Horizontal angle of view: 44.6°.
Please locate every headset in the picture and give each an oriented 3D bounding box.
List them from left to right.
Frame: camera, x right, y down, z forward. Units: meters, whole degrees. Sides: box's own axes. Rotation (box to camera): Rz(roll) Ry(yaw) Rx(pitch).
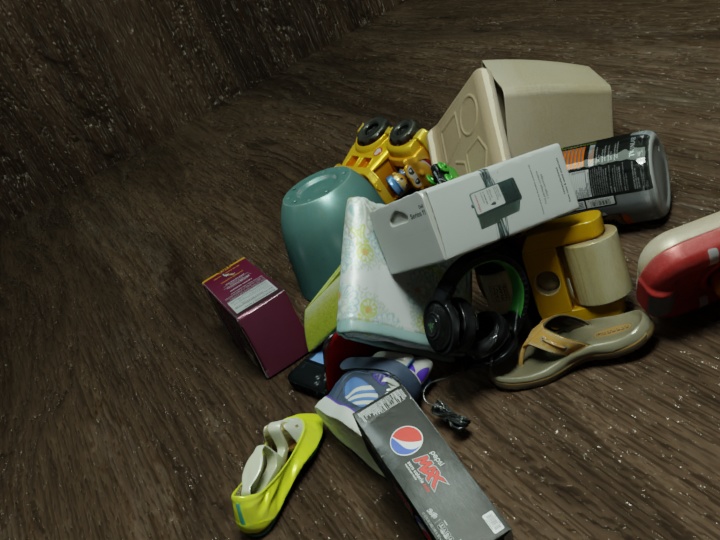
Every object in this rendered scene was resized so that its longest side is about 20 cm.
[{"bbox_3d":[0.132,0.078,1.010,0.094,0.122,0.203,30,97,58],"label":"headset"}]

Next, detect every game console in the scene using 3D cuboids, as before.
[{"bbox_3d":[-0.007,0.070,1.200,0.199,0.120,0.171,-39,28,-27],"label":"game console"}]

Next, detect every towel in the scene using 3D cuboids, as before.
[{"bbox_3d":[0.060,0.015,1.100,0.048,0.198,0.174,-25,57,52],"label":"towel"}]

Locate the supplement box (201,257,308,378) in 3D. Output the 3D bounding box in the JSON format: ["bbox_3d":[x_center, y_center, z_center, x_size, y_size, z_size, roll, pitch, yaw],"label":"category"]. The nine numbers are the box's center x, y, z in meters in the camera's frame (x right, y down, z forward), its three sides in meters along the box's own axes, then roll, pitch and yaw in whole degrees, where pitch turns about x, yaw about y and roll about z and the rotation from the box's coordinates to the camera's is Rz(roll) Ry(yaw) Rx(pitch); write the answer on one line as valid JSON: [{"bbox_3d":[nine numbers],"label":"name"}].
[{"bbox_3d":[-0.163,0.068,1.358,0.085,0.112,0.200,-31,26,-15],"label":"supplement box"}]

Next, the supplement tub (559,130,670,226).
[{"bbox_3d":[0.327,-0.120,1.245,0.197,0.124,0.123,-8,30,32],"label":"supplement tub"}]

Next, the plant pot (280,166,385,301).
[{"bbox_3d":[-0.041,-0.073,1.457,0.198,0.163,0.201,-21,25,10],"label":"plant pot"}]

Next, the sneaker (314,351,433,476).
[{"bbox_3d":[0.040,0.152,1.040,0.146,0.081,0.199,-38,22,-17],"label":"sneaker"}]

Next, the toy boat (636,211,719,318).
[{"bbox_3d":[0.406,0.013,0.948,0.197,0.131,0.132,-21,58,4],"label":"toy boat"}]

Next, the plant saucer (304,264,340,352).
[{"bbox_3d":[0.000,0.000,1.254,0.200,0.048,0.201,-44,6,48],"label":"plant saucer"}]

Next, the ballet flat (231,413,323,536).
[{"bbox_3d":[-0.099,0.223,1.052,0.066,0.068,0.201,-11,28,29],"label":"ballet flat"}]

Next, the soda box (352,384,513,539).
[{"bbox_3d":[0.069,0.208,0.851,0.063,0.071,0.200,-29,45,-10],"label":"soda box"}]

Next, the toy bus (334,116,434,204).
[{"bbox_3d":[0.043,-0.172,1.624,0.199,0.136,0.193,13,58,50],"label":"toy bus"}]

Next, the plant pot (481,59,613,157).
[{"bbox_3d":[0.307,-0.236,1.426,0.174,0.203,0.201,-10,26,1],"label":"plant pot"}]

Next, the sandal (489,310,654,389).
[{"bbox_3d":[0.238,0.079,1.021,0.198,0.054,0.081,-22,24,24],"label":"sandal"}]

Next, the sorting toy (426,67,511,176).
[{"bbox_3d":[0.177,-0.196,1.423,0.036,0.188,0.200,1,-23,-24],"label":"sorting toy"}]

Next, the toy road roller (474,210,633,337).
[{"bbox_3d":[0.242,-0.008,1.119,0.197,0.125,0.146,-13,16,27],"label":"toy road roller"}]

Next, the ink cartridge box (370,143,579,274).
[{"bbox_3d":[0.131,-0.070,1.034,0.198,0.084,0.146,-20,2,-25],"label":"ink cartridge box"}]

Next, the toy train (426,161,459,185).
[{"bbox_3d":[0.159,-0.091,1.353,0.042,0.056,0.202,-47,47,28],"label":"toy train"}]
